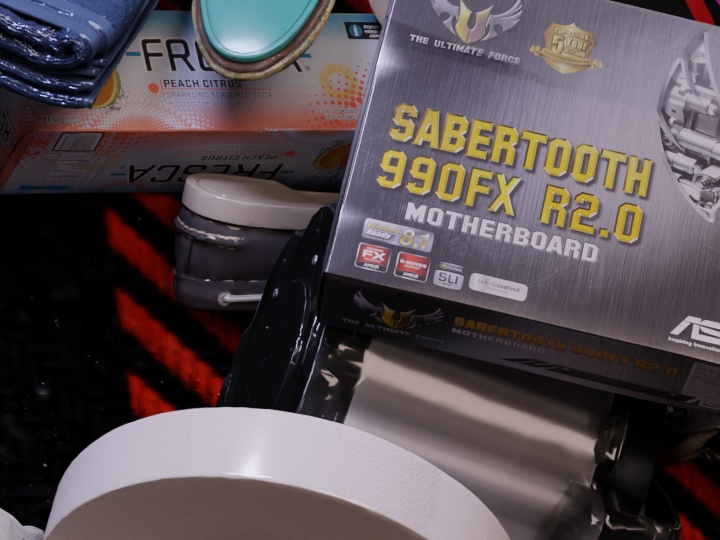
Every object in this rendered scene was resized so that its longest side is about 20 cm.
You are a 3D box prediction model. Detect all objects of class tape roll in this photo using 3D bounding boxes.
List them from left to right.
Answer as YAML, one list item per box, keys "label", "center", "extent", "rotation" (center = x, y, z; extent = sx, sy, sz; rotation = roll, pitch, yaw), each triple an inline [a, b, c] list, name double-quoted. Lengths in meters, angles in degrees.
- label: "tape roll"
  center: [-0.033, 0.131, 1.180]
  extent: [0.202, 0.203, 0.037]
  rotation: [23, 50, -14]

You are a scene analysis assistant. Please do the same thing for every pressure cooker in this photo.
- label: "pressure cooker"
  center: [0.046, 0.078, 1.263]
  extent: [0.199, 0.179, 0.176]
  rotation: [20, 56, -14]

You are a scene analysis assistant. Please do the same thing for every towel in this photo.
- label: "towel"
  center: [-0.140, -0.149, 1.305]
  extent: [0.111, 0.049, 0.200]
  rotation: [23, 38, 1]

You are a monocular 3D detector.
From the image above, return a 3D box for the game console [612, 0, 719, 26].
- label: "game console"
  center: [0.181, -0.107, 1.497]
  extent: [0.176, 0.031, 0.201]
  rotation: [-9, 68, -45]

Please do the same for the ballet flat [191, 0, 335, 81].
- label: "ballet flat"
  center: [-0.039, -0.158, 1.344]
  extent: [0.070, 0.071, 0.201]
  rotation: [16, 56, -18]

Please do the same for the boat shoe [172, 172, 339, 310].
- label: "boat shoe"
  center: [0.000, 0.000, 1.370]
  extent: [0.199, 0.073, 0.063]
  rotation: [9, 103, -28]

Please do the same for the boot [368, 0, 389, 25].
- label: "boot"
  center: [0.090, -0.104, 1.411]
  extent: [0.200, 0.073, 0.090]
  rotation: [49, 34, -14]

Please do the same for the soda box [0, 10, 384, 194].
- label: "soda box"
  center: [-0.078, -0.080, 1.357]
  extent: [0.199, 0.064, 0.069]
  rotation: [-1, 64, -28]

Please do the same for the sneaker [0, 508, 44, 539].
- label: "sneaker"
  center: [-0.160, 0.147, 1.190]
  extent: [0.092, 0.076, 0.201]
  rotation: [-12, 71, -36]

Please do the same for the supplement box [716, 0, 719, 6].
- label: "supplement box"
  center: [0.284, -0.166, 1.507]
  extent: [0.104, 0.101, 0.200]
  rotation: [54, 40, 2]

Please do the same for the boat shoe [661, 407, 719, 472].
- label: "boat shoe"
  center: [0.173, 0.066, 1.398]
  extent: [0.200, 0.072, 0.065]
  rotation: [38, 69, 4]

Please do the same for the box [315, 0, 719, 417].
- label: "box"
  center: [0.095, -0.033, 1.182]
  extent: [0.199, 0.048, 0.159]
  rotation: [14, 63, 1]
